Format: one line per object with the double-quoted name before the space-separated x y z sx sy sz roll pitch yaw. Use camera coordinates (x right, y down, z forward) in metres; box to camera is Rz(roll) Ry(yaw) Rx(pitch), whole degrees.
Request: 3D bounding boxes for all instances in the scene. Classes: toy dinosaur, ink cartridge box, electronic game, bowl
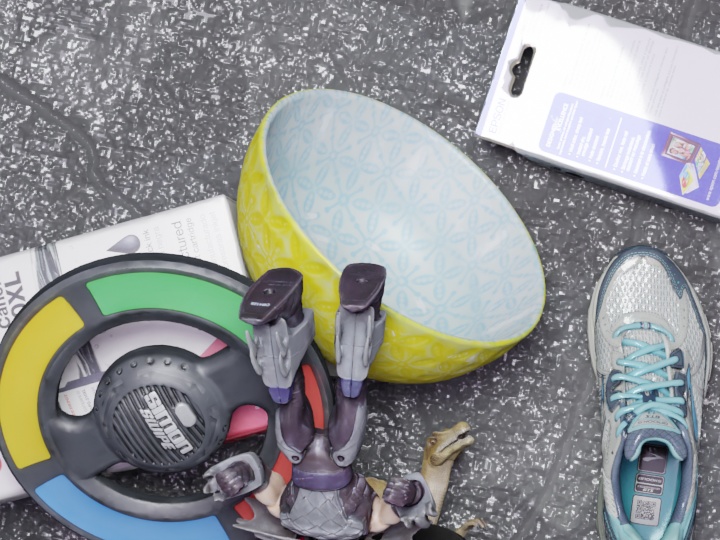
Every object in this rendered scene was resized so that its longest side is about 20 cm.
"toy dinosaur" 0.006 0.179 1.176 0.200 0.058 0.101 -39 68 1
"ink cartridge box" 0.178 -0.096 1.198 0.199 0.039 0.100 20 88 5
"electronic game" -0.113 0.081 1.103 0.198 0.042 0.201 1 117 3
"bowl" 0.000 0.000 1.153 0.200 0.200 0.108 43 122 6
"ink cartridge box" -0.154 0.051 1.193 0.199 0.084 0.146 -15 86 4

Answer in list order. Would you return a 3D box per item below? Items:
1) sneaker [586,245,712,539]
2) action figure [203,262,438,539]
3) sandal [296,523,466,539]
"sneaker" 0.178 0.084 1.162 0.077 0.086 0.202 -3 86 4
"action figure" -0.023 0.095 1.051 0.129 0.069 0.201 0 119 5
"sandal" -0.031 0.187 1.128 0.199 0.045 0.076 -8 70 14
